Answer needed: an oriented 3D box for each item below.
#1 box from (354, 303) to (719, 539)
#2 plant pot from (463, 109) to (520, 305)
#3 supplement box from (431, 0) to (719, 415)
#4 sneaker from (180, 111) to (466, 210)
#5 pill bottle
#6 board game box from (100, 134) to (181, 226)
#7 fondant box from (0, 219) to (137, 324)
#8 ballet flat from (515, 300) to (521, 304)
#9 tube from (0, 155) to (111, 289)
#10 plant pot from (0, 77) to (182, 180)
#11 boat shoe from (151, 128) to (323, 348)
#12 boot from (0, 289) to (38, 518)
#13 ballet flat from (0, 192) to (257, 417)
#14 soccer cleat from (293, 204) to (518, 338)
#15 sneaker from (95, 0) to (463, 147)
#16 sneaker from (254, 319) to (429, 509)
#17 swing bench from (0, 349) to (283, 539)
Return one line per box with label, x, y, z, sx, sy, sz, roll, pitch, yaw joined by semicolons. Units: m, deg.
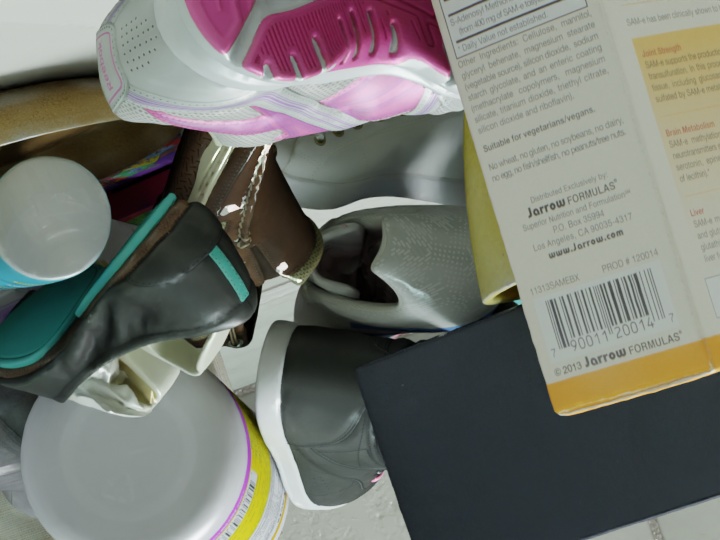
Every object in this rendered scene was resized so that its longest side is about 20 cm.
box;0.137;0.048;1.291;0.200;0.104;0.182;-23;175;36
plant pot;0.122;-0.085;1.212;0.200;0.142;0.200;-18;175;-2
supplement box;0.100;-0.062;1.035;0.073;0.200;0.126;-19;175;41
sneaker;0.003;-0.079;1.404;0.200;0.073;0.085;-2;129;-44
pill bottle;-0.091;0.100;1.428;0.104;0.104;0.200;-19;167;3
board game box;-0.079;-0.040;1.536;0.158;0.039;0.200;-18;175;-12
fondant box;-0.201;0.028;1.532;0.200;0.058;0.144;-23;156;33
ballet flat;0.090;-0.053;1.401;0.067;0.062;0.200;-8;145;-28
tube;-0.148;-0.013;1.293;0.077;0.050;0.200;-11;178;-14
plant pot;-0.173;-0.042;1.260;0.200;0.028;0.200;-19;175;-2
boat shoe;-0.050;-0.026;1.303;0.075;0.075;0.202;18;152;-6
boot;-0.192;0.099;1.451;0.132;0.070;0.200;-48;164;-25
ballet flat;-0.102;0.027;1.276;0.068;0.068;0.200;-53;-169;-26
soccer cleat;0.000;0.000;1.413;0.086;0.070;0.200;12;166;-25
sneaker;-0.020;-0.088;1.071;0.088;0.082;0.200;-21;167;38
sneaker;0.016;0.079;1.426;0.099;0.071;0.200;9;164;12
swing bench;-0.173;0.091;1.726;0.200;0.199;0.130;-16;175;-17
